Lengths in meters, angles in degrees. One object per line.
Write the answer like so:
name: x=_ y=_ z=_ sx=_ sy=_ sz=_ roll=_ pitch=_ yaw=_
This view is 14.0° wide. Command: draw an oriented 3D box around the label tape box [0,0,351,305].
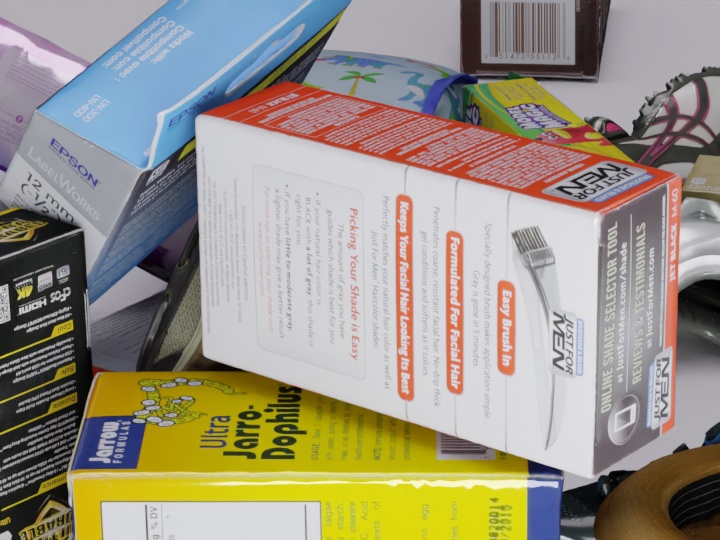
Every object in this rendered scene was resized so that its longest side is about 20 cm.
label tape box: x=-0.086 y=-0.076 z=1.319 sx=0.066 sy=0.200 sz=0.143 roll=43 pitch=58 yaw=7

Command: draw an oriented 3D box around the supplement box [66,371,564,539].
supplement box: x=-0.016 y=0.111 z=1.227 sx=0.199 sy=0.109 sz=0.110 roll=0 pitch=21 yaw=1

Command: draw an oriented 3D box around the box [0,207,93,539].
box: x=-0.199 y=0.076 z=1.257 sx=0.049 sy=0.160 sz=0.200 roll=17 pitch=28 yaw=38

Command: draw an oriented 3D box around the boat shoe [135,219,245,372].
boat shoe: x=-0.063 y=0.043 z=1.321 sx=0.073 sy=0.200 sz=0.065 roll=25 pitch=0 yaw=-26

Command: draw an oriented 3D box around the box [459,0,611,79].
box: x=0.127 y=-0.199 z=2.108 sx=0.100 sy=0.075 sz=0.200 roll=2 pitch=22 yaw=8

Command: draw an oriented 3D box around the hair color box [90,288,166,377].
hair color box: x=-0.046 y=0.069 z=1.409 sx=0.200 sy=0.064 sz=0.111 roll=12 pitch=22 yaw=33

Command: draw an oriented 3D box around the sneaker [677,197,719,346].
sneaker: x=0.238 y=0.016 z=1.554 sx=0.199 sy=0.074 sz=0.089 roll=1 pitch=39 yaw=-2

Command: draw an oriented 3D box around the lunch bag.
lunch bag: x=-0.030 y=-0.062 z=1.644 sx=0.170 sy=0.128 sz=0.200 roll=3 pitch=2 yaw=10

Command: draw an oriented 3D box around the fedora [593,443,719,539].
fedora: x=0.191 y=0.136 z=1.199 sx=0.200 sy=0.082 sz=0.201 roll=5 pitch=19 yaw=-2

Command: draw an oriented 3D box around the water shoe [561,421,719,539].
water shoe: x=0.168 y=0.091 z=1.320 sx=0.199 sy=0.079 sz=0.072 roll=-3 pitch=20 yaw=-8

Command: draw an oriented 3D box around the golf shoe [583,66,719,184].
golf shoe: x=0.187 y=-0.060 z=1.763 sx=0.088 sy=0.077 sz=0.200 roll=37 pitch=40 yaw=28

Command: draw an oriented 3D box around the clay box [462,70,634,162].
clay box: x=0.098 y=-0.029 z=1.593 sx=0.047 sy=0.115 sz=0.200 roll=-7 pitch=21 yaw=-16

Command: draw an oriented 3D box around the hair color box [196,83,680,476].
hair color box: x=0.029 y=0.000 z=1.190 sx=0.200 sy=0.111 sz=0.064 roll=17 pitch=27 yaw=36

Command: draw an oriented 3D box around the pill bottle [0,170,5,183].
pill bottle: x=-0.219 y=0.002 z=1.473 sx=0.112 sy=0.112 sz=0.200 roll=-7 pitch=2 yaw=-16

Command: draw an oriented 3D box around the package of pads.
package of pads: x=-0.135 y=-0.057 z=1.496 sx=0.200 sy=0.076 sz=0.121 roll=27 pitch=-8 yaw=6

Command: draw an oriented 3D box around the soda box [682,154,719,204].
soda box: x=0.280 y=-0.018 z=1.633 sx=0.199 sy=0.064 sz=0.068 roll=5 pitch=21 yaw=15
